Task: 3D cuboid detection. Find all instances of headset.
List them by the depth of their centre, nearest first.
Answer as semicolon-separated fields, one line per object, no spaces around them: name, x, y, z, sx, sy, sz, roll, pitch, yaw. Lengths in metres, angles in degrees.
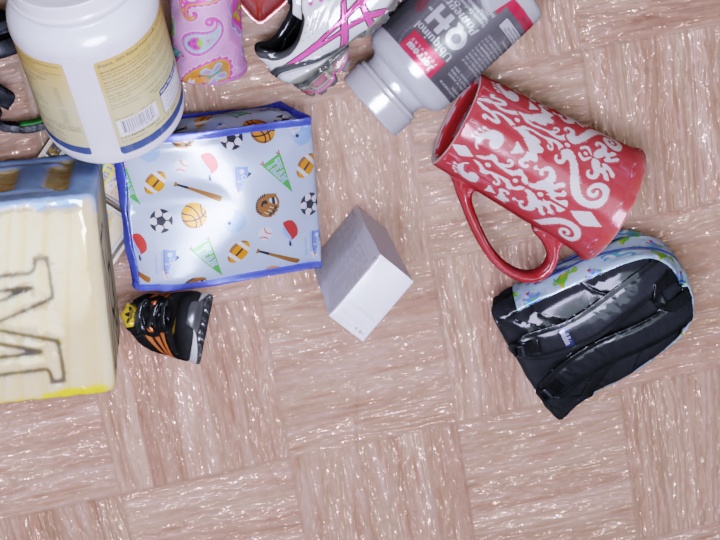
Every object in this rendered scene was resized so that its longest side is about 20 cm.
headset;-0.385;-0.212;1.528;0.198;0.094;0.125;9;102;-26

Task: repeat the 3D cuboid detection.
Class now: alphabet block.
alphabet block;-0.347;0.006;1.498;0.194;0.195;0.202;-5;106;-5

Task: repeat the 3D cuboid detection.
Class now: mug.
mug;0.178;-0.097;1.589;0.199;0.133;0.179;28;71;-11

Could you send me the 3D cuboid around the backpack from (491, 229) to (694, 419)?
backpack;0.269;0.043;1.656;0.199;0.154;0.164;-28;108;24

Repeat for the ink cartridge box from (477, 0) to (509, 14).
ink cartridge box;0.128;-0.376;1.471;0.145;0.201;0.088;-33;153;2

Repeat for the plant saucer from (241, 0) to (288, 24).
plant saucer;-0.095;-0.390;1.520;0.199;0.037;0.200;-41;108;5

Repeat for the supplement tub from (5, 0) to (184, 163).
supplement tub;-0.253;-0.216;1.422;0.143;0.145;0.201;-13;141;-4

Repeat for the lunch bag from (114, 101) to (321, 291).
lunch bag;-0.153;-0.077;1.555;0.198;0.124;0.172;-12;108;-21

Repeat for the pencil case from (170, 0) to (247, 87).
pencil case;-0.156;-0.282;1.484;0.086;0.088;0.201;-2;127;-7

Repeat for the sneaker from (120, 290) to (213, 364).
sneaker;-0.206;0.056;1.559;0.089;0.200;0.071;12;81;-8

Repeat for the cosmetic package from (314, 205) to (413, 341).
cosmetic package;0.000;0.000;1.564;0.050;0.200;0.083;36;100;-15

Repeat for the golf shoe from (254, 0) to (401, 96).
golf shoe;-0.025;-0.271;1.522;0.092;0.073;0.200;25;112;-37

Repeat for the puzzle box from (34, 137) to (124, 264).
puzzle box;-0.314;-0.048;1.598;0.133;0.025;0.201;33;100;-16

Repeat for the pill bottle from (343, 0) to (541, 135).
pill bottle;0.081;-0.237;1.551;0.200;0.111;0.111;-43;107;6
